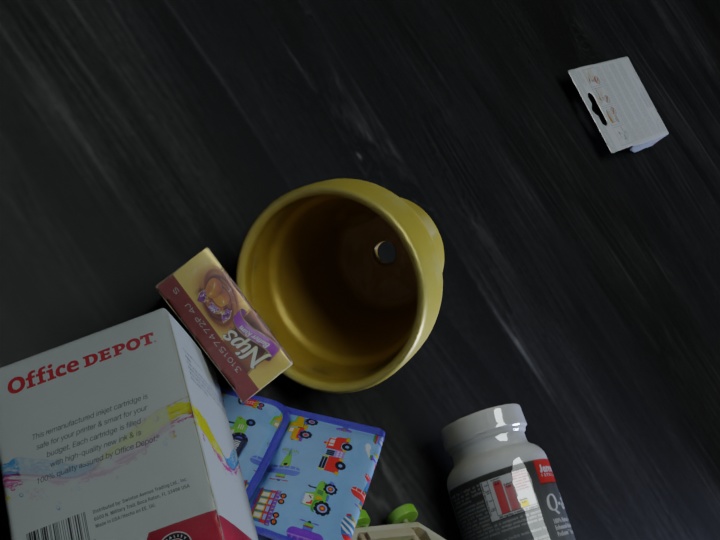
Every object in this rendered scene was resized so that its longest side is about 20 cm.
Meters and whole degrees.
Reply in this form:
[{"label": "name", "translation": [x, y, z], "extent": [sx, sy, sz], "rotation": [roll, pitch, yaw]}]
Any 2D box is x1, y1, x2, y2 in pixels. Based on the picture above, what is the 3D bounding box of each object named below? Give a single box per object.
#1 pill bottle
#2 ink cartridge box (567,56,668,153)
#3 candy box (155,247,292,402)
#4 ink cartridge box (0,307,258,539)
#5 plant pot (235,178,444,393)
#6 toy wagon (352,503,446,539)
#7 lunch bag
[{"label": "pill bottle", "translation": [0.157, 0.253, 1.100], "extent": [0.115, 0.115, 0.203], "rotation": [2, 64, -44]}, {"label": "ink cartridge box", "translation": [0.435, -0.278, 1.796], "extent": [0.198, 0.050, 0.164], "rotation": [-20, 80, -41]}, {"label": "candy box", "translation": [-0.119, 0.046, 0.906], "extent": [0.056, 0.200, 0.117], "rotation": [-37, 94, -6]}, {"label": "ink cartridge box", "translation": [-0.165, 0.161, 0.760], "extent": [0.145, 0.143, 0.203], "rotation": [71, 0, -65]}, {"label": "plant pot", "translation": [0.000, 0.000, 1.063], "extent": [0.202, 0.200, 0.189], "rotation": [56, 24, 1]}, {"label": "toy wagon", "translation": [0.032, 0.296, 0.972], "extent": [0.198, 0.040, 0.156], "rotation": [6, 39, -42]}, {"label": "lunch bag", "translation": [-0.096, 0.183, 0.901], "extent": [0.197, 0.095, 0.151], "rotation": [21, 38, 2]}]
